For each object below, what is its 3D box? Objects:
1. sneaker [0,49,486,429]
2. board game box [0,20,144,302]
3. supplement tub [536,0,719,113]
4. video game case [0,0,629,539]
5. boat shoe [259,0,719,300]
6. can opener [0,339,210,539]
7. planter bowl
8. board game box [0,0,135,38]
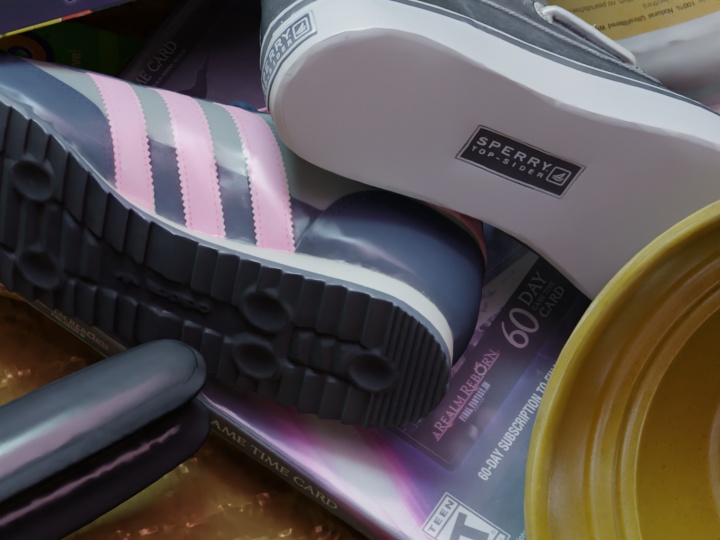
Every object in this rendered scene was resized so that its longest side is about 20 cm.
[{"bbox_3d":[-0.055,-0.025,0.798,0.199,0.070,0.082,27,44,1],"label":"sneaker"},{"bbox_3d":[-0.058,-0.025,0.859,0.199,0.030,0.096,16,59,-5],"label":"board game box"},{"bbox_3d":[0.096,-0.140,0.848,0.144,0.144,0.201,-31,110,-27],"label":"supplement tub"},{"bbox_3d":[0.000,0.000,0.834,0.199,0.019,0.143,34,61,7],"label":"video game case"},{"bbox_3d":[0.055,-0.044,0.788,0.199,0.072,0.068,19,38,-27],"label":"boat shoe"},{"bbox_3d":[-0.130,0.074,0.750,0.199,0.063,0.079,-27,68,-12],"label":"can opener"},{"bbox_3d":[0.152,0.064,0.792,0.199,0.083,0.202,2,99,10],"label":"planter bowl"},{"bbox_3d":[-0.090,-0.142,0.849,0.164,0.057,0.200,-17,28,-21],"label":"board game box"}]
